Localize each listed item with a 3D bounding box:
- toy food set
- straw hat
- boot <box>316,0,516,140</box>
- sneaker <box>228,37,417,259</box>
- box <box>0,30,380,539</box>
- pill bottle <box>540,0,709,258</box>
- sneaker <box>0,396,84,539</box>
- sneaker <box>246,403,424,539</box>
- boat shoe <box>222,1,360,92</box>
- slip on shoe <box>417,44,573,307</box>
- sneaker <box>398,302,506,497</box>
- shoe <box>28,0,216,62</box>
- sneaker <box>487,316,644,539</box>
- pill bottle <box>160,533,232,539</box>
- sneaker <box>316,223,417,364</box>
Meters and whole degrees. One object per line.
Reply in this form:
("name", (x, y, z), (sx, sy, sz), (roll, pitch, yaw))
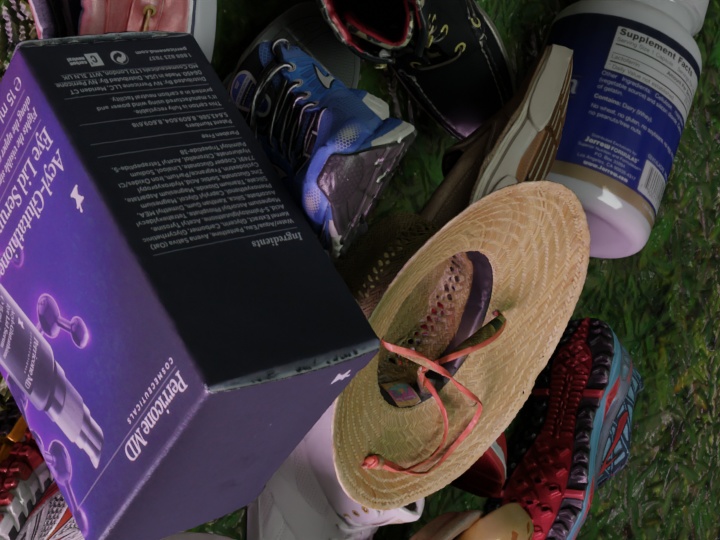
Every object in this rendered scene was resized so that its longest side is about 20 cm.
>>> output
("toy food set", (0.023, 0.231, 0.921), (0.200, 0.049, 0.199), (-21, 144, -61))
("straw hat", (0.027, 0.022, 0.794), (0.200, 0.085, 0.202), (-30, 140, -30))
("boot", (0.031, -0.142, 0.902), (0.204, 0.073, 0.154), (59, 18, -21))
("sneaker", (-0.030, -0.068, 0.767), (0.089, 0.200, 0.079), (29, 98, -13))
("box", (-0.105, 0.008, 0.721), (0.104, 0.148, 0.201), (-12, 60, -41))
("pill bottle", (0.176, -0.120, 1.059), (0.116, 0.115, 0.201), (34, 70, -39))
("sneaker", (-0.171, 0.130, 0.774), (0.200, 0.078, 0.082), (-51, 125, -28))
("sneaker", (-0.010, 0.158, 0.902), (0.073, 0.115, 0.202), (-24, 111, -41))
("boat shoe", (-0.065, -0.074, 0.879), (0.074, 0.065, 0.203), (36, 63, -24))
("slip on shoe", (0.079, -0.064, 0.904), (0.076, 0.060, 0.201), (83, 27, -58))
("sneaker", (0.081, 0.064, 0.966), (0.116, 0.078, 0.200), (-60, 163, -24))
("shoe", (-0.127, -0.198, 0.798), (0.091, 0.071, 0.202), (-5, 100, -46))
("sneaker", (0.164, 0.141, 1.089), (0.095, 0.079, 0.201), (38, 68, -40))
("pill bottle", (-0.094, 0.256, 0.804), (0.113, 0.113, 0.202), (-17, 116, -41))
("sneaker", (0.000, 0.000, 0.905), (0.113, 0.071, 0.200), (-65, 156, -20))
